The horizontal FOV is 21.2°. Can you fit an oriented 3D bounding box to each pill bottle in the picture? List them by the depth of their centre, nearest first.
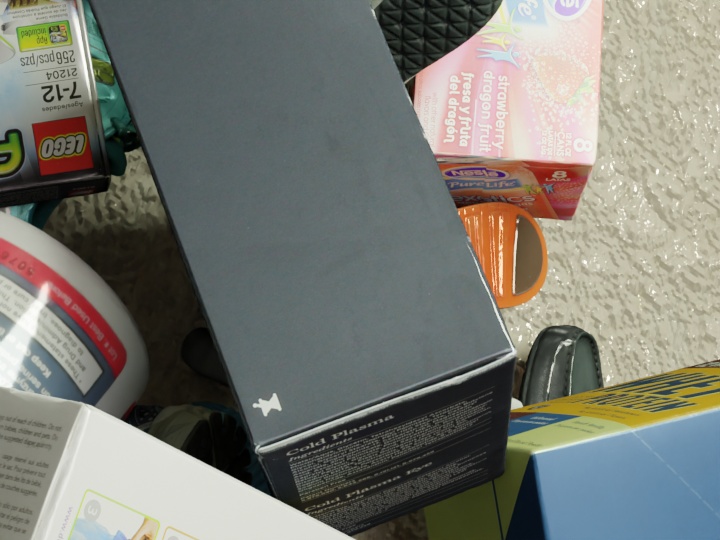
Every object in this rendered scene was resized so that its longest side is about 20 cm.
[{"bbox_3d":[-0.183,0.082,0.759,0.120,0.119,0.200,47,56,-19],"label":"pill bottle"}]

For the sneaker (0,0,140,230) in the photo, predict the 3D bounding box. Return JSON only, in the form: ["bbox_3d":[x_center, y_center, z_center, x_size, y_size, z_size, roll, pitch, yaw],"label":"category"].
[{"bbox_3d":[-0.132,-0.078,0.878,0.079,0.078,0.201,25,75,5],"label":"sneaker"}]

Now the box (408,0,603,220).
[{"bbox_3d":[0.075,-0.137,1.001,0.094,0.103,0.201,4,75,1],"label":"box"}]

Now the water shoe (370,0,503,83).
[{"bbox_3d":[-0.010,-0.120,0.922,0.071,0.199,0.079,34,42,-40],"label":"water shoe"}]

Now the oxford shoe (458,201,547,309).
[{"bbox_3d":[0.000,0.000,0.964,0.199,0.073,0.072,3,81,-38],"label":"oxford shoe"}]

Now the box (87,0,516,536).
[{"bbox_3d":[-0.020,-0.008,0.787,0.104,0.182,0.201,-21,71,-4],"label":"box"}]

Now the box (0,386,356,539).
[{"bbox_3d":[-0.084,0.122,0.701,0.200,0.112,0.102,34,70,-45],"label":"box"}]

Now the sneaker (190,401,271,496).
[{"bbox_3d":[-0.073,0.156,0.891,0.076,0.081,0.201,15,54,-30],"label":"sneaker"}]

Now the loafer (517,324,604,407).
[{"bbox_3d":[0.126,0.128,1.024,0.068,0.070,0.202,7,78,-56],"label":"loafer"}]

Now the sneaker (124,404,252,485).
[{"bbox_3d":[-0.117,0.150,0.823,0.078,0.086,0.201,46,61,-49],"label":"sneaker"}]

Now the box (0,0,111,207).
[{"bbox_3d":[-0.212,-0.074,0.808,0.199,0.035,0.111,-10,83,-12],"label":"box"}]

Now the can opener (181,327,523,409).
[{"bbox_3d":[0.007,0.062,0.963,0.199,0.066,0.053,25,93,-24],"label":"can opener"}]

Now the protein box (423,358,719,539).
[{"bbox_3d":[0.155,0.156,0.921,0.199,0.135,0.200,-11,93,-22],"label":"protein box"}]
